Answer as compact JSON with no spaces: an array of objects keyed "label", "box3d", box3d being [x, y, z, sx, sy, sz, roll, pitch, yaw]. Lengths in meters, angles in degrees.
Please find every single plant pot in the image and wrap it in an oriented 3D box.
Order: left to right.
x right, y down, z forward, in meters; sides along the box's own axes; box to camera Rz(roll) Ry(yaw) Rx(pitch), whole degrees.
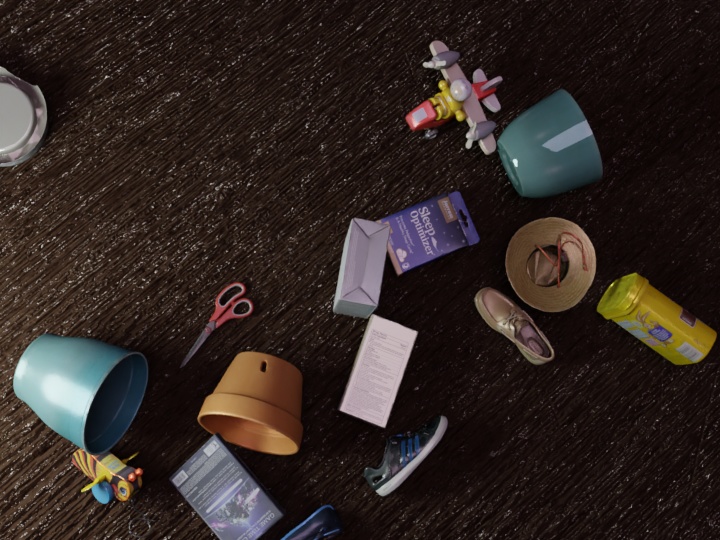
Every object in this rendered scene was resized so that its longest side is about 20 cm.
[{"label":"plant pot","box3d":[-0.529,0.214,1.617,0.186,0.200,0.202,20,79,13]},{"label":"plant pot","box3d":[-0.191,0.246,1.644,0.197,0.201,0.142,18,63,-2]},{"label":"plant pot","box3d":[0.374,-0.242,1.768,0.159,0.201,0.203,-24,83,2]}]

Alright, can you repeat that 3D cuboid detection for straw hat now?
[{"label":"straw hat","box3d":[0.377,-0.005,1.780,0.198,0.085,0.204,2,79,-11]}]

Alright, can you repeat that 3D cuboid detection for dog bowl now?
[{"label":"dog bowl","box3d":[-0.722,-0.302,1.742,0.197,0.059,0.203,1,80,-5]}]

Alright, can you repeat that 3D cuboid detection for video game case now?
[{"label":"video game case","box3d":[-0.255,0.429,1.654,0.143,0.019,0.200,-43,87,18]}]

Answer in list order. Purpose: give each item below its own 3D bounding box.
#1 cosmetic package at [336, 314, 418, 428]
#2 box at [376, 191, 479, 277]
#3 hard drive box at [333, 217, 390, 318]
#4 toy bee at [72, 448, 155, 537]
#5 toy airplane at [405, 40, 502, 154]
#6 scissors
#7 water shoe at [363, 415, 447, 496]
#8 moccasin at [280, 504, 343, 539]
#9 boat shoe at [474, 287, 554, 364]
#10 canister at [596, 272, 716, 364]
[{"label":"cosmetic package","box3d":[0.033,0.200,1.721,0.104,0.071,0.202,22,80,-1]},{"label":"box","box3d":[0.141,-0.081,1.798,0.198,0.032,0.123,-23,83,-9]},{"label":"hard drive box","box3d":[0.000,0.000,1.686,0.076,0.200,0.158,10,81,-4]},{"label":"toy bee","box3d":[-0.448,0.386,1.630,0.198,0.109,0.132,32,35,-8]},{"label":"toy airplane","box3d":[0.210,-0.358,1.793,0.197,0.141,0.202,19,79,-1]},{"label":"scissors","box3d":[-0.300,0.106,1.738,0.199,0.014,0.073,-39,88,-9]},{"label":"water shoe","box3d":[0.089,0.348,1.703,0.079,0.072,0.200,43,79,5]},{"label":"moccasin","box3d":[-0.118,0.530,1.648,0.199,0.081,0.068,-39,74,-9]},{"label":"boat shoe","box3d":[0.317,0.108,1.765,0.200,0.065,0.071,42,80,2]},{"label":"canister","box3d":[0.596,0.102,1.752,0.199,0.149,0.087,35,79,-1]}]
